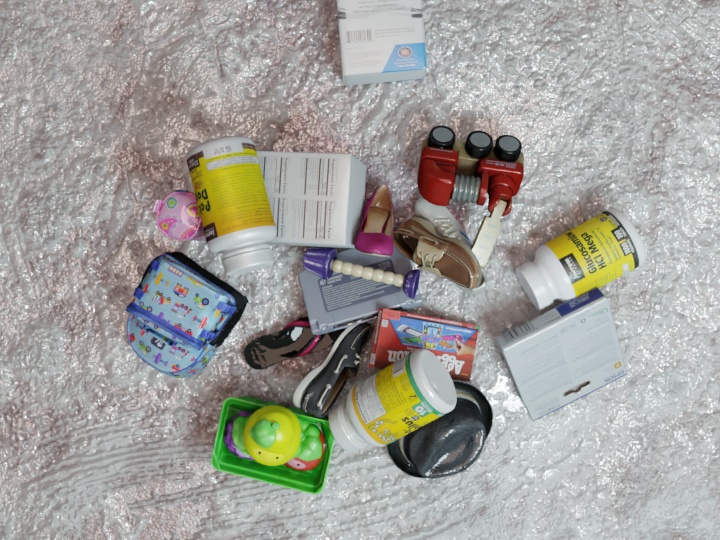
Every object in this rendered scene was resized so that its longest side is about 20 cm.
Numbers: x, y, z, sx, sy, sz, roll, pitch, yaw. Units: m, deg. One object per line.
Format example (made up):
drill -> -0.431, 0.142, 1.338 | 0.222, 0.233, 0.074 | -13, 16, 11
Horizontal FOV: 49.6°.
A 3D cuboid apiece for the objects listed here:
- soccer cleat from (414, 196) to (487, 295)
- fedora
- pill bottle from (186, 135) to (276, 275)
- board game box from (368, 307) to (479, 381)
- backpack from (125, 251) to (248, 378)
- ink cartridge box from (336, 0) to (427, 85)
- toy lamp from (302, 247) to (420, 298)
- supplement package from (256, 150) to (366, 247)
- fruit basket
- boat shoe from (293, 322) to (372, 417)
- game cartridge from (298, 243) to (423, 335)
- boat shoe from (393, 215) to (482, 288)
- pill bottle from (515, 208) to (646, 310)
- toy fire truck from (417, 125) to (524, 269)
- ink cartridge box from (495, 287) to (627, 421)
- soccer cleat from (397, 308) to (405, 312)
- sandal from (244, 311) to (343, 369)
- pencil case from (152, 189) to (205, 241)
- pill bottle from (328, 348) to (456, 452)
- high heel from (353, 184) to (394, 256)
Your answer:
soccer cleat -> 0.164, -0.048, 1.362 | 0.070, 0.086, 0.200 | -33, 90, 1
fedora -> 0.146, 0.290, 1.339 | 0.200, 0.092, 0.201 | -4, 108, -11
pill bottle -> -0.195, -0.098, 1.203 | 0.109, 0.109, 0.200 | -15, 86, 1
board game box -> 0.113, 0.131, 1.352 | 0.200, 0.019, 0.103 | 11, 88, -27
backpack -> -0.321, 0.089, 1.351 | 0.182, 0.135, 0.200 | 34, 94, 1
ink cartridge box -> 0.034, -0.436, 1.359 | 0.146, 0.086, 0.200 | -4, 89, 1
toy lamp -> 0.000, 0.000, 1.329 | 0.200, 0.058, 0.058 | 12, 91, 10
supplement package -> -0.103, -0.118, 1.320 | 0.200, 0.152, 0.151 | 3, 91, 10
fruit basket -> -0.146, 0.291, 1.311 | 0.215, 0.216, 0.156 | 13, 99, 1
boat shoe -> -0.033, 0.168, 1.343 | 0.060, 0.074, 0.200 | 27, 56, 27
game cartridge -> -0.003, 0.025, 1.366 | 0.200, 0.041, 0.133 | -15, 69, 0
boat shoe -> 0.122, -0.023, 1.304 | 0.072, 0.200, 0.076 | -21, 127, -27
pill bottle -> 0.377, -0.014, 1.345 | 0.200, 0.112, 0.113 | -29, 90, 1
toy fire truck -> 0.181, -0.123, 1.320 | 0.176, 0.129, 0.200 | 8, 54, 1
ink cartridge box -> 0.353, 0.149, 1.359 | 0.196, 0.043, 0.200 | -27, 127, 1
soccer cleat -> 0.077, 0.144, 1.378 | 0.077, 0.069, 0.200 | -13, 88, -2
sandal -> -0.114, 0.123, 1.390 | 0.200, 0.045, 0.075 | -26, 90, 1
pencil case -> -0.280, -0.092, 1.312 | 0.087, 0.200, 0.088 | 0, 93, 5
pill bottle -> 0.048, 0.221, 1.286 | 0.200, 0.113, 0.113 | -33, 90, 22
high heel -> 0.028, -0.084, 1.302 | 0.067, 0.200, 0.096 | 9, 105, -6
